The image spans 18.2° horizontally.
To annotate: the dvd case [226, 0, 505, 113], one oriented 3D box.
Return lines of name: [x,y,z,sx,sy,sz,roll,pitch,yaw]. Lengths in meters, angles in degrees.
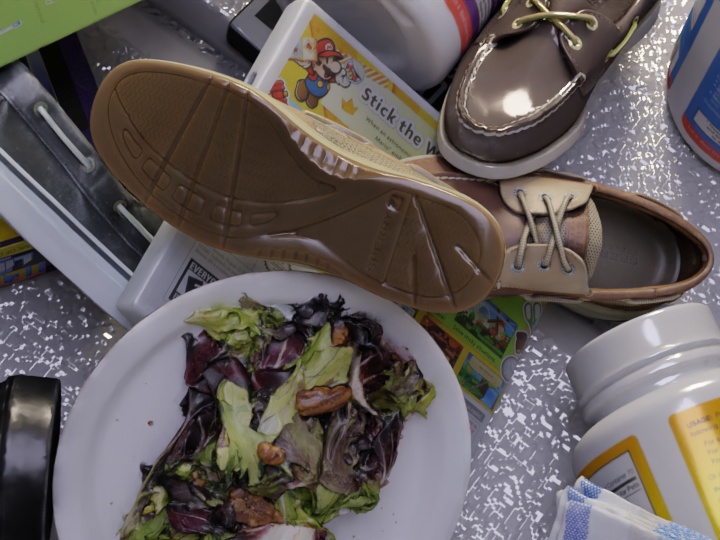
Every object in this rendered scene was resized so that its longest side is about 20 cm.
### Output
dvd case: [0.048,-0.146,1.207,0.150,0.025,0.200,39,68,10]

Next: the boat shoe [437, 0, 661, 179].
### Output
boat shoe: [0.100,-0.119,1.121,0.072,0.060,0.200,28,46,17]

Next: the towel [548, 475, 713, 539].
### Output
towel: [0.152,0.194,0.992,0.199,0.024,0.148,23,105,38]

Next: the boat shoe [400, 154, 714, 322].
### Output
boat shoe: [0.087,-0.019,1.093,0.199,0.072,0.076,5,81,-32]

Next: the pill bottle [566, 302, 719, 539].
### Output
pill bottle: [0.170,0.121,1.065,0.109,0.109,0.201,-17,71,-13]

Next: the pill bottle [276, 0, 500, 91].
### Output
pill bottle: [0.048,-0.200,1.156,0.111,0.112,0.201,32,67,7]

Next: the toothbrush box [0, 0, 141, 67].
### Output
toothbrush box: [-0.179,-0.159,1.054,0.199,0.087,0.146,-26,28,-17]

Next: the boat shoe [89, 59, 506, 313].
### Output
boat shoe: [-0.028,-0.035,1.015,0.199,0.065,0.072,26,98,5]

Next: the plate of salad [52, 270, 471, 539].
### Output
plate of salad: [-0.041,0.098,1.028,0.198,0.048,0.202,-5,110,-14]

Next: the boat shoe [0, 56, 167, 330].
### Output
boat shoe: [-0.113,-0.022,1.059,0.071,0.200,0.072,-49,36,-2]

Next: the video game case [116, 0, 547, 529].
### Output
video game case: [0.000,0.000,1.090,0.200,0.023,0.183,39,65,-24]

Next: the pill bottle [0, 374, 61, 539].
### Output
pill bottle: [-0.240,0.084,1.032,0.198,0.112,0.113,4,67,-4]

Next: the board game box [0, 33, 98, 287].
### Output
board game box: [-0.228,-0.065,1.126,0.199,0.057,0.166,-17,73,-14]

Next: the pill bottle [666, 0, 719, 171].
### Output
pill bottle: [0.228,-0.132,1.126,0.111,0.200,0.113,2,68,-6]
